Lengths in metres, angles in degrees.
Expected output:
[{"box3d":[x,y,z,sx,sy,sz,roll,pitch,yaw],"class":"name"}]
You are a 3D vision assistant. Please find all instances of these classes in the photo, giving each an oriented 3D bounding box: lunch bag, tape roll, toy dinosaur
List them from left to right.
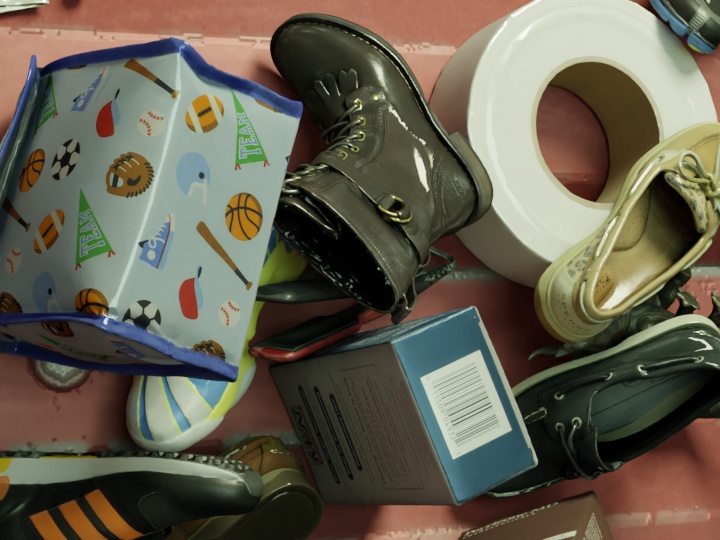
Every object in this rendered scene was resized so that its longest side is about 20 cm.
[{"box3d":[-0.152,-0.032,0.967,0.124,0.200,0.171,27,72,-41],"class":"lunch bag"},{"box3d":[0.148,-0.088,1.177,0.202,0.071,0.203,4,80,-24],"class":"tape roll"},{"box3d":[0.216,0.060,1.188,0.200,0.102,0.077,31,27,-29],"class":"toy dinosaur"}]

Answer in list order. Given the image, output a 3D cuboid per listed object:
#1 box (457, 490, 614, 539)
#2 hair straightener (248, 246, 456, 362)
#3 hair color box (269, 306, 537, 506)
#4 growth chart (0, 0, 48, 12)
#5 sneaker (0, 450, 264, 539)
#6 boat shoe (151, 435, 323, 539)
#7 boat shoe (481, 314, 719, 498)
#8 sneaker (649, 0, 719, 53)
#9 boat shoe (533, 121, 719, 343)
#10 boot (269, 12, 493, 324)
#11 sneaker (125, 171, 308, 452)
[{"box3d":[0.101,0.201,1.035,0.100,0.200,0.075,-20,90,13],"class":"box"},{"box3d":[0.000,0.000,1.075,0.200,0.041,0.077,-16,108,-50],"class":"hair straightener"},{"box3d":[0.021,0.085,1.024,0.060,0.200,0.100,-22,92,-24],"class":"hair color box"},{"box3d":[-0.260,-0.215,1.044,0.199,0.018,0.145,-18,90,-26],"class":"growth chart"},{"box3d":[-0.150,0.149,0.975,0.199,0.070,0.090,-1,83,13],"class":"sneaker"},{"box3d":[-0.117,0.174,1.027,0.200,0.068,0.072,-31,130,-7],"class":"boat shoe"},{"box3d":[0.157,0.102,1.115,0.199,0.066,0.075,-24,119,1],"class":"boat shoe"},{"box3d":[0.266,-0.228,1.218,0.071,0.083,0.200,43,50,-6],"class":"sneaker"},{"box3d":[0.198,-0.027,1.116,0.073,0.063,0.200,47,67,-10],"class":"boat shoe"},{"box3d":[-0.011,-0.070,1.044,0.200,0.069,0.174,44,33,7],"class":"boot"},{"box3d":[-0.098,0.008,1.034,0.200,0.076,0.105,-64,148,-28],"class":"sneaker"}]
